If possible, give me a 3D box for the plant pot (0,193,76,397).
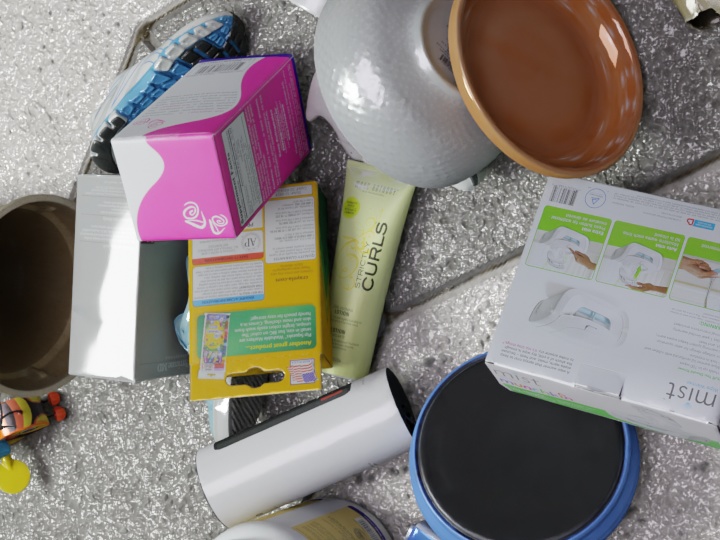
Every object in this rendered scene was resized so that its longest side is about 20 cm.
[{"bbox_3d":[-0.384,0.014,1.540,0.183,0.200,0.201,9,96,37],"label":"plant pot"}]

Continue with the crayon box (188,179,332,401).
[{"bbox_3d":[-0.093,0.024,1.401,0.125,0.052,0.201,-5,70,9],"label":"crayon box"}]

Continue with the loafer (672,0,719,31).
[{"bbox_3d":[0.280,-0.239,1.259,0.200,0.076,0.068,34,99,21],"label":"loafer"}]

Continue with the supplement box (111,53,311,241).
[{"bbox_3d":[-0.130,-0.114,1.378,0.101,0.200,0.104,-1,116,21],"label":"supplement box"}]

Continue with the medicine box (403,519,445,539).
[{"bbox_3d":[0.108,0.342,1.345,0.200,0.103,0.183,31,104,23],"label":"medicine box"}]

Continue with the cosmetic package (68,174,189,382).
[{"bbox_3d":[-0.221,0.006,1.493,0.090,0.107,0.201,2,94,26],"label":"cosmetic package"}]

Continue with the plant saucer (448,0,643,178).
[{"bbox_3d":[0.151,-0.169,1.272,0.037,0.200,0.201,-25,79,54],"label":"plant saucer"}]

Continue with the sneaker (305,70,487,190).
[{"bbox_3d":[0.033,-0.130,1.396,0.200,0.074,0.087,39,124,23],"label":"sneaker"}]

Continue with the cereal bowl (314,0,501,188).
[{"bbox_3d":[0.064,-0.176,1.292,0.083,0.200,0.201,-24,80,50],"label":"cereal bowl"}]

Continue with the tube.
[{"bbox_3d":[0.000,0.000,1.419,0.058,0.052,0.201,11,93,-13],"label":"tube"}]

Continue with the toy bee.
[{"bbox_3d":[-0.365,0.167,1.582,0.200,0.108,0.131,1,101,50],"label":"toy bee"}]

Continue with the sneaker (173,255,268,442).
[{"bbox_3d":[-0.140,0.073,1.478,0.082,0.074,0.201,-3,79,27],"label":"sneaker"}]

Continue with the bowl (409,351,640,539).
[{"bbox_3d":[0.138,0.157,1.307,0.200,0.039,0.201,-5,63,10],"label":"bowl"}]

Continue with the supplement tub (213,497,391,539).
[{"bbox_3d":[-0.064,0.290,1.373,0.145,0.200,0.146,1,92,26],"label":"supplement tub"}]

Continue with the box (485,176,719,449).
[{"bbox_3d":[0.229,0.033,1.250,0.199,0.097,0.177,14,76,24],"label":"box"}]

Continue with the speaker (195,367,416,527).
[{"bbox_3d":[-0.046,0.163,1.399,0.200,0.081,0.081,-24,81,9],"label":"speaker"}]

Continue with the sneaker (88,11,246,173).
[{"bbox_3d":[-0.200,-0.191,1.500,0.200,0.075,0.087,-40,42,9],"label":"sneaker"}]

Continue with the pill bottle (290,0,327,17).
[{"bbox_3d":[0.009,-0.321,1.368,0.111,0.111,0.200,33,105,21],"label":"pill bottle"}]
